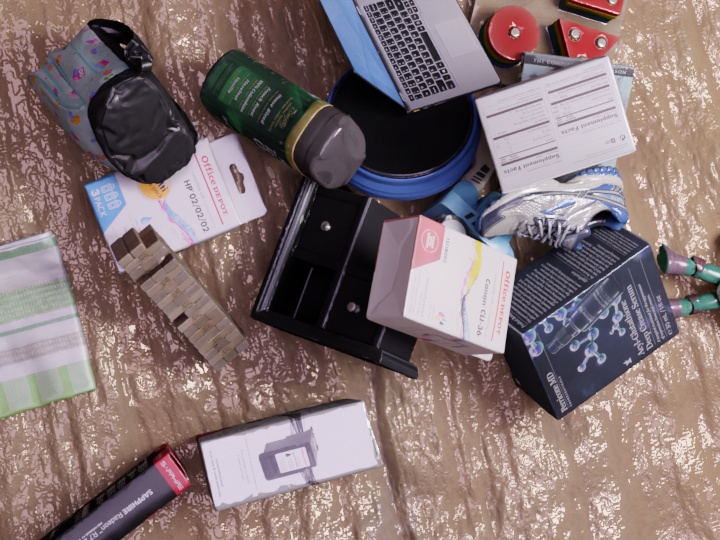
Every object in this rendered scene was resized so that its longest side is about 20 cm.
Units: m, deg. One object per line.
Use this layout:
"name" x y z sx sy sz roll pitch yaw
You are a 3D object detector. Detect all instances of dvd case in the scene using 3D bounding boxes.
"dvd case" 0.259 -0.169 1.577 0.145 0.022 0.202 7 107 -6

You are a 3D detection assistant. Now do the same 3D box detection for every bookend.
"bookend" 0.000 0.000 1.469 0.199 0.092 0.200 18 84 35

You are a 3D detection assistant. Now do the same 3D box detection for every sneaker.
"sneaker" 0.235 -0.064 1.490 0.199 0.077 0.086 -15 72 -13

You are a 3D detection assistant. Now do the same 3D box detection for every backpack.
"backpack" -0.292 -0.200 1.430 0.126 0.200 0.167 -35 139 -13

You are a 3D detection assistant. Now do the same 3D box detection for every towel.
"towel" -0.409 0.067 1.478 0.148 0.031 0.202 -16 91 -10

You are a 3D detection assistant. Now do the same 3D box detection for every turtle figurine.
"turtle figurine" 0.486 0.019 1.617 0.198 0.101 0.151 2 88 -5

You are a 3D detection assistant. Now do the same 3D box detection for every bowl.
"bowl" 0.049 -0.183 1.527 0.199 0.039 0.202 0 64 1

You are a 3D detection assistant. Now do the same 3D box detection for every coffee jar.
"coffee jar" -0.089 -0.177 1.466 0.199 0.104 0.086 33 86 27

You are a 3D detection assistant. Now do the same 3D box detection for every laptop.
"laptop" 0.050 -0.300 1.498 0.199 0.116 0.188 -18 63 -11

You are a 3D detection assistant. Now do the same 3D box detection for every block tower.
"block tower" -0.208 0.034 1.462 0.054 0.058 0.200 -39 121 -1

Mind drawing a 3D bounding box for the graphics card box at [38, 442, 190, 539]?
"graphics card box" -0.290 0.284 1.444 0.199 0.125 0.051 -36 95 -11

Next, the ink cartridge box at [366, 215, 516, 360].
"ink cartridge box" 0.108 0.025 1.405 0.199 0.067 0.117 21 73 -38

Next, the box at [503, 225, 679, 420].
"box" 0.272 0.057 1.539 0.199 0.107 0.149 -34 123 -9

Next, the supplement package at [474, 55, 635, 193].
"supplement package" 0.224 -0.173 1.446 0.155 0.200 0.112 -18 96 10

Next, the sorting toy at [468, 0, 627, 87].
"sorting toy" 0.246 -0.327 1.595 0.198 0.070 0.200 15 85 -10

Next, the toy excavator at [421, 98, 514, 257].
"toy excavator" 0.139 -0.090 1.565 0.194 0.100 0.200 43 67 -5

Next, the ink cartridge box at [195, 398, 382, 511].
"ink cartridge box" -0.088 0.214 1.473 0.198 0.145 0.084 -14 88 -10

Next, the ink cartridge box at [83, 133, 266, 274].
"ink cartridge box" -0.219 -0.085 1.499 0.199 0.068 0.116 -23 93 -10
